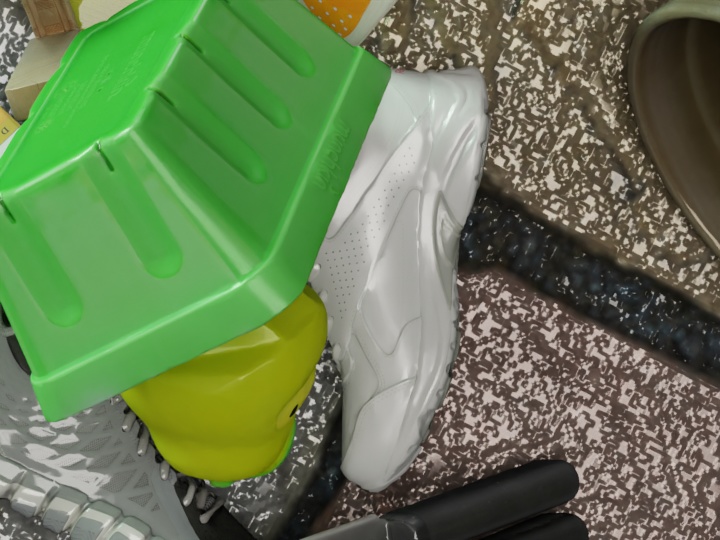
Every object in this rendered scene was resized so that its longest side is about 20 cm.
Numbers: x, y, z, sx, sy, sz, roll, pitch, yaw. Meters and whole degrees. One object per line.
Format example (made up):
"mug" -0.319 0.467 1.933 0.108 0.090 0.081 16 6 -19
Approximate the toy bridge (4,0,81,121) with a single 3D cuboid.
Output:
"toy bridge" -0.138 -0.088 1.191 0.027 0.067 0.200 -13 115 10

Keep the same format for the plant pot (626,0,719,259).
"plant pot" 0.249 -0.084 1.198 0.174 0.200 0.200 -40 97 -20

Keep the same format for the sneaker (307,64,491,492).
"sneaker" 0.000 0.000 1.226 0.099 0.078 0.200 8 84 0

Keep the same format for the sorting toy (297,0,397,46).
"sorting toy" -0.013 -0.230 1.180 0.180 0.107 0.200 37 85 -5

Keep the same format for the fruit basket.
"fruit basket" -0.059 -0.002 1.130 0.155 0.216 0.216 -25 97 27

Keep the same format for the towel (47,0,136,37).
"towel" -0.073 -0.180 1.229 0.086 0.018 0.200 20 92 -2

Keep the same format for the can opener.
"can opener" 0.016 0.131 1.210 0.200 0.067 0.053 -15 97 -43

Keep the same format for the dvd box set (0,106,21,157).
"dvd box set" -0.255 -0.066 1.169 0.146 0.029 0.200 -45 74 -4

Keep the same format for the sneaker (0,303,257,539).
"sneaker" -0.097 0.075 1.214 0.200 0.075 0.116 28 88 -6
